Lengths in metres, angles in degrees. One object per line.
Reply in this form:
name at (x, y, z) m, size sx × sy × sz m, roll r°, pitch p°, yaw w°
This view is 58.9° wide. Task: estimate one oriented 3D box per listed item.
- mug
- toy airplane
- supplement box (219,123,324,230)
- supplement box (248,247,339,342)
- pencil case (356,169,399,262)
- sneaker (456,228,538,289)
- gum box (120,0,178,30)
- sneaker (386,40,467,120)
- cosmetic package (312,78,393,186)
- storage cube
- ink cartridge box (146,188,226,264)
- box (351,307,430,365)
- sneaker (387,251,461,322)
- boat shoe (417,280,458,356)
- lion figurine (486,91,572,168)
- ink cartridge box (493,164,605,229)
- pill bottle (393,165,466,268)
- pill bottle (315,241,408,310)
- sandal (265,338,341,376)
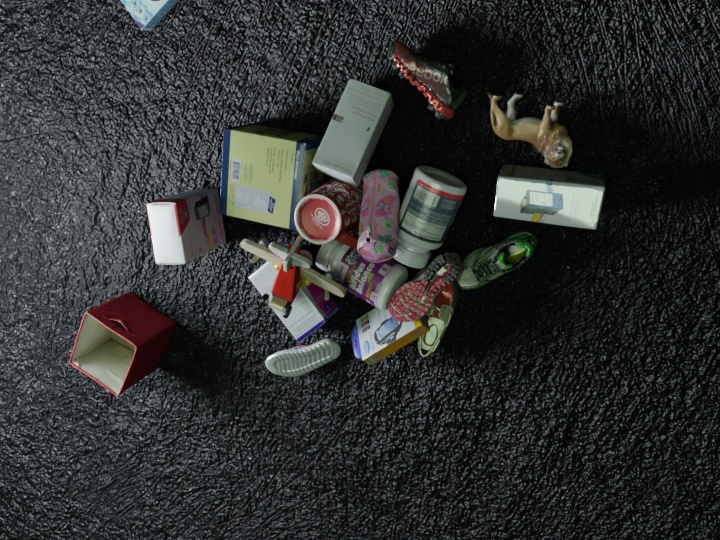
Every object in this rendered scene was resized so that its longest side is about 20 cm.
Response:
mug at (-0.038, -0.126, 1.400) m, size 0.177 × 0.200 × 0.134 m, roll 24°, pitch 112°, yaw 11°
toy airplane at (-0.149, -0.007, 1.414) m, size 0.198 × 0.141 × 0.201 m, roll -13°, pitch 118°, yaw 34°
supplement box at (-0.199, -0.218, 1.463) m, size 0.199 × 0.134 × 0.201 m, roll 13°, pitch 111°, yaw 15°
supplement box at (-0.160, 0.055, 1.555) m, size 0.103 × 0.101 × 0.200 m, roll -38°, pitch 92°, yaw 25°
pencil case at (0.039, -0.117, 1.359) m, size 0.087 × 0.087 × 0.201 m, roll -5°, pitch 62°, yaw 20°
sneaker at (0.288, -0.021, 1.383) m, size 0.200 × 0.085 × 0.078 m, roll -36°, pitch 93°, yaw 26°
gum box at (-0.480, -0.686, 1.463) m, size 0.200 × 0.045 × 0.170 m, roll -34°, pitch 94°, yaw 24°
sneaker at (0.143, -0.410, 1.318) m, size 0.200 × 0.071 × 0.098 m, roll 46°, pitch 116°, yaw -2°
cosmetic package at (-0.014, -0.294, 1.370) m, size 0.101 × 0.074 × 0.201 m, roll 22°, pitch 86°, yaw 12°
storage cube at (-0.637, 0.192, 1.721) m, size 0.170 × 0.180 × 0.201 m, roll 31°, pitch 113°, yaw 7°
ink cartridge box at (-0.414, -0.110, 1.536) m, size 0.085 × 0.200 × 0.148 m, roll -1°, pitch 107°, yaw 19°
box at (0.065, 0.134, 1.495) m, size 0.200 × 0.119 × 0.041 m, roll -36°, pitch 133°, yaw 27°
sneaker at (0.147, 0.040, 1.413) m, size 0.200 × 0.075 × 0.081 m, roll -41°, pitch 86°, yaw 11°
boat shoe at (0.175, 0.104, 1.475) m, size 0.071 × 0.063 × 0.201 m, roll 20°, pitch 111°, yaw 14°
lion figurine at (0.339, -0.288, 1.298) m, size 0.199 × 0.072 × 0.123 m, roll 23°, pitch 127°, yaw 26°
ink cartridge box at (0.376, -0.152, 1.277) m, size 0.199 × 0.145 × 0.088 m, roll 10°, pitch 112°, yaw 15°
pill bottle at (0.139, -0.113, 1.387) m, size 0.119 × 0.120 × 0.201 m, roll 26°, pitch 114°, yaw 10°
pill bottle at (0.000, 0.000, 1.470) m, size 0.199 × 0.112 × 0.113 m, roll 28°, pitch 114°, yaw 18°
sandal at (-0.143, 0.220, 1.633) m, size 0.202 × 0.050 × 0.083 m, roll -14°, pitch 117°, yaw 10°
